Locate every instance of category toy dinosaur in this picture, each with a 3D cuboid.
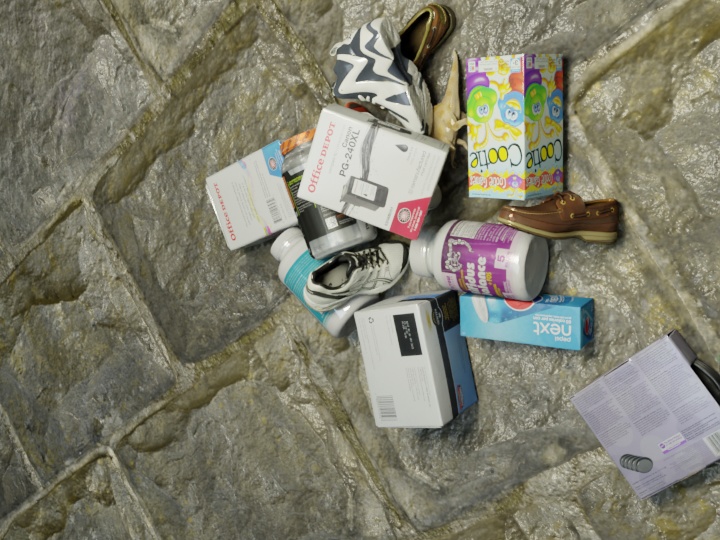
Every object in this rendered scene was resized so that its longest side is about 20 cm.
[{"bbox_3d":[0.145,-0.235,1.343,0.101,0.058,0.201,23,113,29],"label":"toy dinosaur"}]

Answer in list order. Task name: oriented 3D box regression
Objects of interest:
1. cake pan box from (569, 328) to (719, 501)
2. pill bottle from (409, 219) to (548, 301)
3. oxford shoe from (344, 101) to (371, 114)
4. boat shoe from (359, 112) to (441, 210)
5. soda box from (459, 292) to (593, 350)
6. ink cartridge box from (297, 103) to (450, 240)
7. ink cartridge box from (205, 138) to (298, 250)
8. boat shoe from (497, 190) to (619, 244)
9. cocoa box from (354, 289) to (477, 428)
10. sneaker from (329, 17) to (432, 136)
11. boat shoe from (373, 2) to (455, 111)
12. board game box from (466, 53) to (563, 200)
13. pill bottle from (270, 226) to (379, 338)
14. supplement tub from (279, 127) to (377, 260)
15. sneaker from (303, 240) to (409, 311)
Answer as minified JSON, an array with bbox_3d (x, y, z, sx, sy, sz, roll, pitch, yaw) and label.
[{"bbox_3d":[0.436,0.210,1.256,0.200,0.052,0.185,-43,78,33],"label":"cake pan box"},{"bbox_3d":[0.180,-0.020,1.336,0.199,0.112,0.113,8,105,32],"label":"pill bottle"},{"bbox_3d":[0.013,-0.184,1.439,0.072,0.071,0.201,-29,84,42],"label":"oxford shoe"},{"bbox_3d":[0.058,-0.175,1.367,0.200,0.071,0.070,45,159,-7],"label":"boat shoe"},{"bbox_3d":[0.256,0.073,1.337,0.199,0.064,0.068,5,104,32],"label":"soda box"},{"bbox_3d":[0.019,-0.151,1.305,0.199,0.083,0.146,20,109,4],"label":"ink cartridge box"},{"bbox_3d":[-0.170,-0.137,1.562,0.199,0.084,0.146,-20,89,35],"label":"ink cartridge box"},{"bbox_3d":[0.283,-0.081,1.219,0.072,0.199,0.068,-147,64,-62],"label":"boat shoe"},{"bbox_3d":[0.093,0.144,1.421,0.133,0.131,0.202,-8,96,35],"label":"cocoa box"},{"bbox_3d":[0.022,-0.279,1.329,0.129,0.080,0.200,-11,130,32],"label":"sneaker"},{"bbox_3d":[0.067,-0.339,1.365,0.072,0.068,0.200,45,122,17],"label":"boat shoe"},{"bbox_3d":[0.226,-0.210,1.257,0.104,0.103,0.202,8,106,44],"label":"board game box"},{"bbox_3d":[-0.069,0.014,1.513,0.200,0.111,0.111,46,122,16],"label":"pill bottle"},{"bbox_3d":[-0.057,-0.129,1.431,0.122,0.122,0.201,-20,90,35],"label":"supplement tub"},{"bbox_3d":[0.000,0.000,1.414,0.076,0.199,0.088,54,162,22],"label":"sneaker"}]
